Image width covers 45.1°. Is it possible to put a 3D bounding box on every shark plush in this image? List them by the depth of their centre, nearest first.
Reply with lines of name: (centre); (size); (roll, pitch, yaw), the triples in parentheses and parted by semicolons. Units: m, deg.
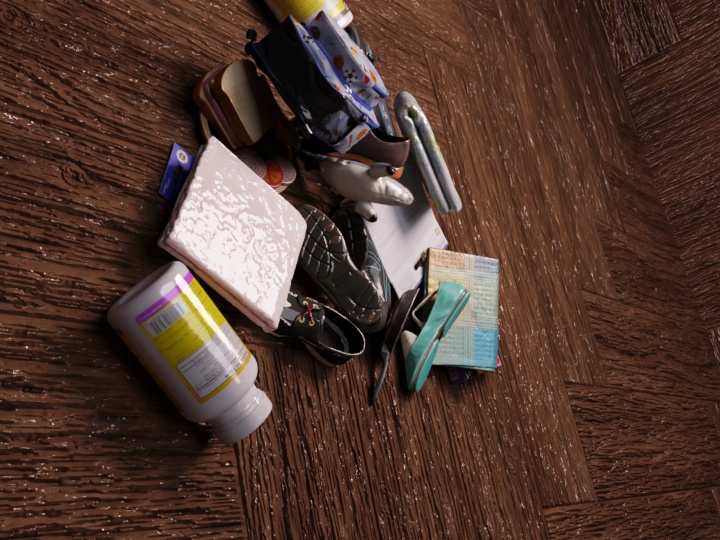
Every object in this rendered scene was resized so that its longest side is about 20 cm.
shark plush: (-0.018, -0.137, 1.347); (0.083, 0.198, 0.092); (-30, 131, -65)

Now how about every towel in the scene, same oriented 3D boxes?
towel: (-0.156, -0.048, 1.117); (0.191, 0.032, 0.201); (41, 40, -27)
towel: (0.111, -0.200, 1.465); (0.171, 0.048, 0.201); (-104, 169, -73)
towel: (0.171, 0.068, 1.479); (0.145, 0.022, 0.202); (9, 74, -21)

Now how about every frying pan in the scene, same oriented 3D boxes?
frying pan: (0.047, 0.113, 1.348); (0.115, 0.031, 0.191); (71, 43, -83)

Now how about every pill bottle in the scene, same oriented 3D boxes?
pill bottle: (-0.186, 0.097, 0.976); (0.201, 0.104, 0.104); (56, 34, -15)
pill bottle: (-0.111, -0.474, 1.452); (0.201, 0.111, 0.112); (53, 35, -18)

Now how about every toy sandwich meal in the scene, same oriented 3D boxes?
toy sandwich meal: (-0.153, -0.208, 1.253); (0.205, 0.070, 0.207); (33, 44, -39)

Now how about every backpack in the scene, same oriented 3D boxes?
backpack: (-0.051, -0.267, 1.265); (0.201, 0.153, 0.190); (63, 7, 19)

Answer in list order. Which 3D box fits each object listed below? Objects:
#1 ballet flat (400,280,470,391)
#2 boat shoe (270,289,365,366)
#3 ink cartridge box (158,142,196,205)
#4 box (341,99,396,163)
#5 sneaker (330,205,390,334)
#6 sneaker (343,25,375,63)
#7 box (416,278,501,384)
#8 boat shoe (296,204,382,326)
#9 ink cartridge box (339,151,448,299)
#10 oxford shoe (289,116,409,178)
ballet flat: (0.106, 0.101, 1.407); (0.201, 0.070, 0.067); (-59, 161, -20)
boat shoe: (-0.075, 0.066, 1.194); (0.201, 0.063, 0.074); (37, 46, -34)
ink cartridge box: (-0.178, -0.087, 1.174); (0.200, 0.037, 0.095); (38, 42, -33)
box: (0.004, -0.241, 1.519); (0.158, 0.046, 0.202); (8, 63, -53)
sneaker: (0.000, 0.000, 1.348); (0.079, 0.075, 0.202); (-2, 79, -66)
sneaker: (-0.006, -0.372, 1.486); (0.081, 0.074, 0.200); (24, 15, -15)
box: (0.174, 0.092, 1.546); (0.136, 0.039, 0.202); (-9, 76, -56)
boat shoe: (-0.044, 0.000, 1.276); (0.075, 0.074, 0.201); (-32, 85, -13)
ink cartridge box: (0.060, -0.076, 1.457); (0.200, 0.040, 0.201); (-49, 122, -45)
oxford shoe: (-0.016, -0.217, 1.386); (0.198, 0.073, 0.071); (20, 30, -4)
